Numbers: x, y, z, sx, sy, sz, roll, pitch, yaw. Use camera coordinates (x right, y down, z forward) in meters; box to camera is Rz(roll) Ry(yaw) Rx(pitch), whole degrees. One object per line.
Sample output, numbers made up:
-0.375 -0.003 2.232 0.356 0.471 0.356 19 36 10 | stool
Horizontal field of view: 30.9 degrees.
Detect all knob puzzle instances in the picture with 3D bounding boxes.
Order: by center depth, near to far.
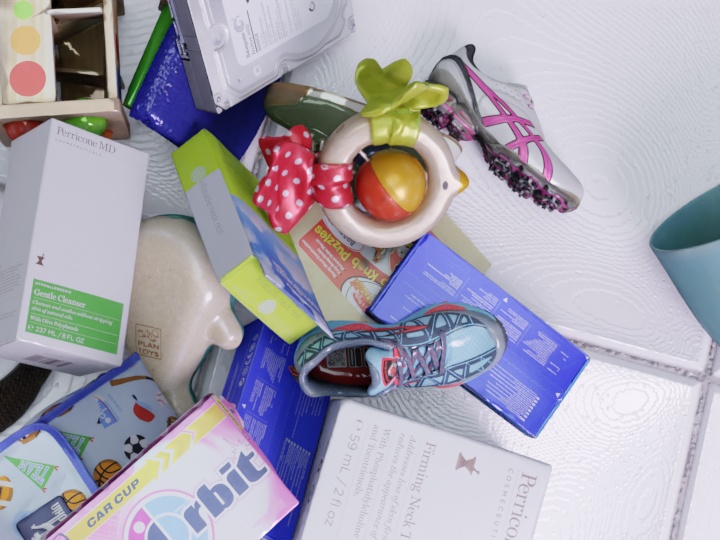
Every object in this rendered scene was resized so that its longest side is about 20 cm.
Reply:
0.000 0.000 1.284 0.217 0.030 0.223 1 84 -6 | knob puzzle

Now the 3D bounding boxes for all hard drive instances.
-0.090 -0.252 1.223 0.199 0.038 0.141 -36 126 -35 | hard drive

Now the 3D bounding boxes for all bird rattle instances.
0.008 -0.089 1.174 0.200 0.113 0.163 -43 109 3 | bird rattle

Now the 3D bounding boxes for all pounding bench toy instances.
-0.251 -0.195 1.236 0.197 0.124 0.158 -4 84 -6 | pounding bench toy

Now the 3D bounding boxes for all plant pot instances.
0.401 0.002 1.245 0.199 0.201 0.162 -30 100 -7 | plant pot

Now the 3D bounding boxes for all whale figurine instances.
-0.174 0.046 1.240 0.157 0.104 0.202 9 105 22 | whale figurine

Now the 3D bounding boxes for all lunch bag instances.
-0.239 0.198 1.149 0.199 0.124 0.171 -34 91 -37 | lunch bag

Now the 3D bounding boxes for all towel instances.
-0.135 -0.205 1.254 0.049 0.147 0.202 15 77 40 | towel

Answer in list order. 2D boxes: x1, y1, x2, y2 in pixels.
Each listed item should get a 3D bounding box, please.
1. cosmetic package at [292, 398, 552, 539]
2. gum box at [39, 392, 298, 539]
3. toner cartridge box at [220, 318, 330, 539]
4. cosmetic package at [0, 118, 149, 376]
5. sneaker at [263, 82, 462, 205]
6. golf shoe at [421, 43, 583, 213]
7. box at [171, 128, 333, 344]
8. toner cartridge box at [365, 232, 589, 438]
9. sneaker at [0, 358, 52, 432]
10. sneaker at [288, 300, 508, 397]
0.046 0.225 1.197 0.198 0.166 0.169 17 82 -4 | cosmetic package
-0.155 0.204 1.065 0.200 0.066 0.114 -41 94 -12 | gum box
-0.087 0.149 1.195 0.095 0.043 0.201 36 50 -26 | toner cartridge box
-0.262 -0.018 1.156 0.107 0.084 0.202 17 69 -37 | cosmetic package
-0.005 -0.108 1.245 0.198 0.067 0.091 18 77 -6 | sneaker
0.151 -0.141 1.292 0.200 0.073 0.092 41 81 0 | golf shoe
-0.099 -0.025 1.185 0.047 0.122 0.201 -34 48 10 | box
0.111 0.062 1.245 0.199 0.043 0.095 38 84 -3 | toner cartridge box
-0.341 0.083 1.238 0.200 0.073 0.085 -48 59 -2 | sneaker
0.034 0.085 1.165 0.198 0.096 0.080 -10 104 11 | sneaker
